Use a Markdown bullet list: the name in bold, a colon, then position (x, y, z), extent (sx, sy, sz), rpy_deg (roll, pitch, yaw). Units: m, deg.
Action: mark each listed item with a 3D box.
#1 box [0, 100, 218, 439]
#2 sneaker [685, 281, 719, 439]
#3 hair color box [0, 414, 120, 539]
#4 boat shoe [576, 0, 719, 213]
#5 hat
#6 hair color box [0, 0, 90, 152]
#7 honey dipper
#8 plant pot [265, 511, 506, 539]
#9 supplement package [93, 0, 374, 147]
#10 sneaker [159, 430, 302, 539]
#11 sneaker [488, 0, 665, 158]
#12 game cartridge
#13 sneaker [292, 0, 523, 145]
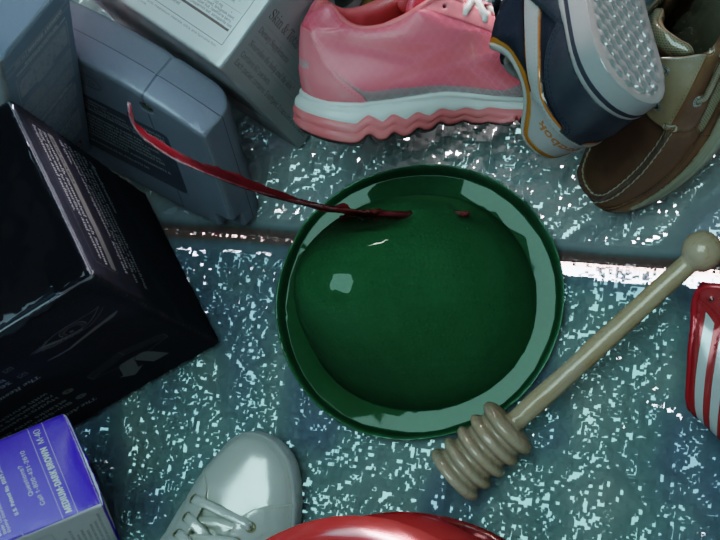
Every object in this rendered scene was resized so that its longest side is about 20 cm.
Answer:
- **box**: position (-0.217, 0.025, 0.968), extent (0.197, 0.200, 0.117), rpy_deg (-30, 72, 6)
- **sneaker**: position (0.246, 0.011, 0.911), extent (0.115, 0.078, 0.200), rpy_deg (35, 87, 19)
- **hair color box**: position (-0.243, 0.158, 0.964), extent (0.200, 0.109, 0.065), rpy_deg (-24, 72, -11)
- **boat shoe**: position (0.176, -0.119, 0.932), extent (0.200, 0.072, 0.076), rpy_deg (-57, 43, 24)
- **hat**: position (0.000, 0.000, 0.926), extent (0.200, 0.176, 0.166), rpy_deg (-7, 75, 14)
- **hair color box**: position (-0.214, -0.115, 0.957), extent (0.099, 0.200, 0.061), rpy_deg (32, 68, 7)
- **honey dipper**: position (0.124, 0.051, 0.942), extent (0.200, 0.038, 0.038), rpy_deg (-42, 70, 10)
- **plant pot**: position (0.015, 0.219, 0.871), extent (0.200, 0.183, 0.201), rpy_deg (-3, 75, 12)
- **supplement package**: position (-0.055, -0.210, 1.006), extent (0.151, 0.152, 0.200), rpy_deg (35, 88, 20)
- **sneaker**: position (-0.094, 0.182, 0.960), extent (0.073, 0.085, 0.200), rpy_deg (20, 81, 21)
- **sneaker**: position (0.110, -0.149, 0.916), extent (0.079, 0.078, 0.200), rpy_deg (-37, 36, 40)
- **game cartridge**: position (-0.155, -0.106, 1.019), extent (0.200, 0.133, 0.042), rpy_deg (27, 64, 19)
- **sneaker**: position (0.059, -0.127, 0.958), extent (0.200, 0.074, 0.087), rpy_deg (-10, 113, -12)
